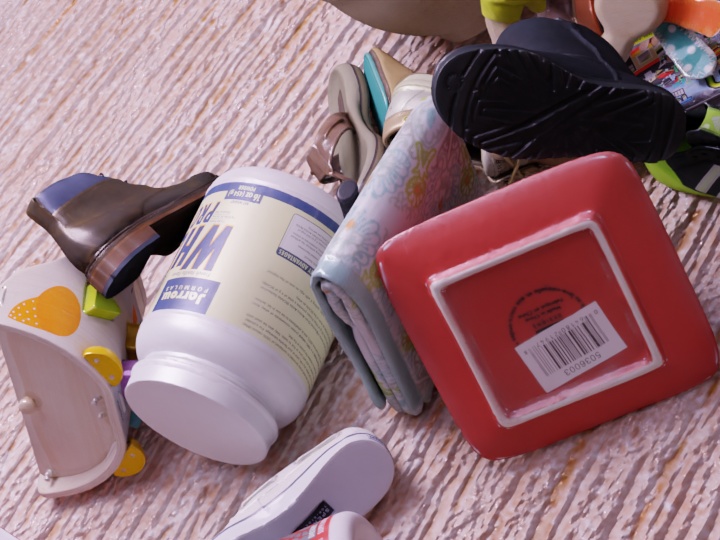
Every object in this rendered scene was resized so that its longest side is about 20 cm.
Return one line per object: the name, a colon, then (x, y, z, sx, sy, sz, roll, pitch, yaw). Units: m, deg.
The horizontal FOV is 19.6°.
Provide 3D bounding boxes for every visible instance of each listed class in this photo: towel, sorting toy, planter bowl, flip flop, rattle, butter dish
towel: (0.038, -0.006, 1.562, 0.048, 0.201, 0.172, 15, 62, 27)
sorting toy: (-0.216, 0.056, 1.714, 0.106, 0.201, 0.181, 2, 42, 12)
planter bowl: (0.065, -0.281, 1.796, 0.200, 0.134, 0.201, -39, 30, 28)
flip flop: (-0.019, -0.105, 1.758, 0.057, 0.081, 0.201, 7, 41, -15)
rattle: (0.206, -0.220, 1.666, 0.198, 0.131, 0.143, -3, 16, 22)
butter dish: (0.136, 0.006, 1.519, 0.199, 0.200, 0.148, -23, 22, 14)

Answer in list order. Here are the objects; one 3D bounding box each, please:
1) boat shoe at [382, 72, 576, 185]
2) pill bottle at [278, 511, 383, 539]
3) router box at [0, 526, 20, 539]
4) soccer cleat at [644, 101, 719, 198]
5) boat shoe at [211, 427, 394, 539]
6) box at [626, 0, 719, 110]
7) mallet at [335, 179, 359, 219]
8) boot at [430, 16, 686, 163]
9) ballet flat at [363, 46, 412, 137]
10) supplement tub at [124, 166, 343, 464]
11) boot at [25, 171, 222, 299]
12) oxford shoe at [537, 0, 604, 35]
boat shoe: (0.112, -0.102, 1.660, 0.198, 0.074, 0.067, 10, 54, 22)
pill bottle: (-0.069, 0.259, 1.471, 0.199, 0.116, 0.116, -26, 44, 13)
router box: (-0.341, 0.294, 1.675, 0.179, 0.049, 0.201, 21, 69, 43)
soccer cleat: (0.287, -0.083, 1.539, 0.199, 0.081, 0.068, 13, 63, 40)
boat shoe: (-0.060, 0.191, 1.568, 0.200, 0.071, 0.070, -44, 16, 0)
box: (0.295, -0.173, 1.643, 0.199, 0.035, 0.111, -26, 45, 14)
mallet: (0.000, 0.000, 1.587, 0.041, 0.200, 0.066, 23, 74, 22)
boot: (0.125, -0.139, 1.534, 0.168, 0.198, 0.077, -126, 47, -64)
ballet flat: (0.047, -0.114, 1.756, 0.062, 0.069, 0.201, -7, 48, -7)
supplement tub: (-0.091, 0.036, 1.649, 0.144, 0.145, 0.201, 3, 57, 36)
boot: (-0.186, -0.058, 1.698, 0.075, 0.097, 0.200, -55, -7, 32)
oxford shoe: (0.172, -0.260, 1.775, 0.072, 0.071, 0.201, -19, 47, 26)
